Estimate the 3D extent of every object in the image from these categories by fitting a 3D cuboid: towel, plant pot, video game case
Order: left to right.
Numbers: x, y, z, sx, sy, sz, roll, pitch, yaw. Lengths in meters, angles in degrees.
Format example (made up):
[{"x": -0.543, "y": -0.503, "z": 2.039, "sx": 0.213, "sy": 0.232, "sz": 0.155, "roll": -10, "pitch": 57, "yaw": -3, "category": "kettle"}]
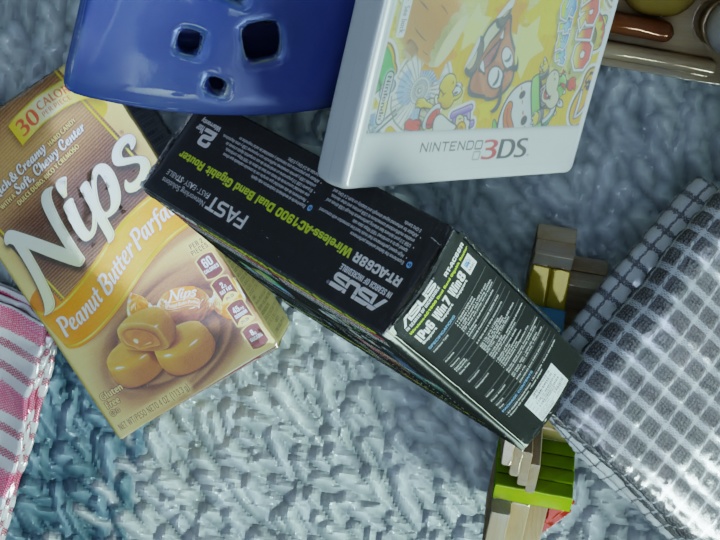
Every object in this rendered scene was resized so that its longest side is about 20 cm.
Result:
[{"x": -0.275, "y": 0.092, "z": 0.974, "sx": 0.145, "sy": 0.030, "sz": 0.201, "roll": 18, "pitch": 105, "yaw": 1, "category": "towel"}, {"x": -0.036, "y": -0.176, "z": 0.808, "sx": 0.179, "sy": 0.200, "sz": 0.201, "roll": 15, "pitch": 104, "yaw": -7, "category": "plant pot"}, {"x": 0.068, "y": -0.139, "z": 0.750, "sx": 0.023, "sy": 0.181, "sz": 0.201, "roll": 27, "pitch": 113, "yaw": 37, "category": "video game case"}, {"x": 0.210, "y": 0.072, "z": 0.862, "sx": 0.200, "sy": 0.086, "sz": 0.166, "roll": 41, "pitch": 85, "yaw": -16, "category": "towel"}]

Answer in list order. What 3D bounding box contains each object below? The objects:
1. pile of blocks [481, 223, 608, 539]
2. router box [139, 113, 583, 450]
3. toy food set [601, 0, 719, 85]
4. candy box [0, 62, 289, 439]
[{"x": 0.115, "y": 0.077, "z": 0.911, "sx": 0.062, "sy": 0.082, "sz": 0.201, "roll": 9, "pitch": 104, "yaw": 3, "category": "pile of blocks"}, {"x": 0.000, "y": 0.000, "z": 0.819, "sx": 0.200, "sy": 0.150, "sz": 0.062, "roll": 30, "pitch": 83, "yaw": 41, "category": "router box"}, {"x": 0.155, "y": -0.175, "z": 0.841, "sx": 0.199, "sy": 0.060, "sz": 0.144, "roll": 8, "pitch": 105, "yaw": -12, "category": "toy food set"}, {"x": -0.143, "y": -0.017, "z": 0.923, "sx": 0.115, "sy": 0.055, "sz": 0.201, "roll": -31, "pitch": 99, "yaw": 11, "category": "candy box"}]
